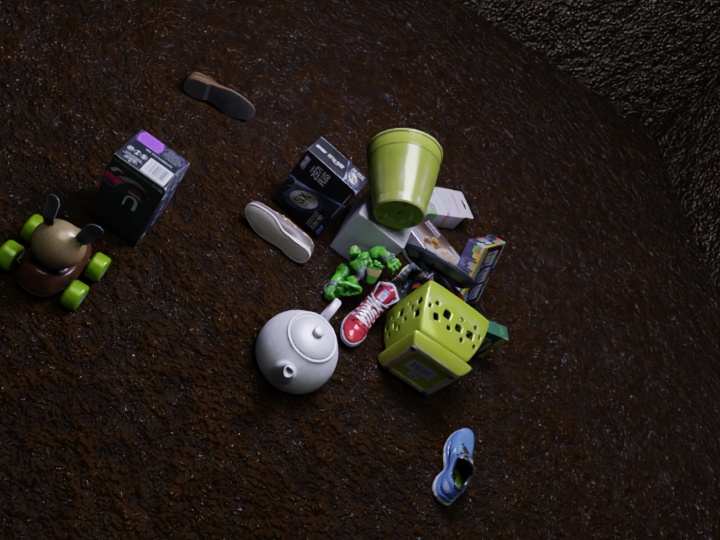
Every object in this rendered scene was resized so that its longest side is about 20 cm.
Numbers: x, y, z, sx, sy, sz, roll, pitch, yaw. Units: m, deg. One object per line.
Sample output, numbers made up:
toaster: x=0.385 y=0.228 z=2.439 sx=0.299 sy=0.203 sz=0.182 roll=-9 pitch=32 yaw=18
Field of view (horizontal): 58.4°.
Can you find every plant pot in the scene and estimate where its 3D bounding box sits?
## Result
plant pot: x=0.104 y=-0.218 z=1.627 sx=0.200 sy=0.200 sz=0.194 roll=22 pitch=58 yaw=-24
plant pot: x=0.169 y=0.178 z=1.579 sx=0.200 sy=0.199 sz=0.182 roll=35 pitch=48 yaw=-12

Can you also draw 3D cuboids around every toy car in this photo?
toy car: x=-0.541 y=-0.055 z=1.173 sx=0.164 sy=0.200 sz=0.158 roll=34 pitch=43 yaw=-13

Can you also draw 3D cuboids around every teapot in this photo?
teapot: x=-0.119 y=0.158 z=1.390 sx=0.197 sy=0.146 sz=0.201 roll=7 pitch=53 yaw=-36

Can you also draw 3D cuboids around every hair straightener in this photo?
hair straightener: x=0.193 y=0.050 z=1.628 sx=0.200 sy=0.077 sz=0.041 roll=36 pitch=51 yaw=-52

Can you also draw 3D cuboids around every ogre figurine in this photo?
ogre figurine: x=0.000 y=0.000 z=1.610 sx=0.098 sy=0.200 sz=0.120 roll=37 pitch=21 yaw=-21

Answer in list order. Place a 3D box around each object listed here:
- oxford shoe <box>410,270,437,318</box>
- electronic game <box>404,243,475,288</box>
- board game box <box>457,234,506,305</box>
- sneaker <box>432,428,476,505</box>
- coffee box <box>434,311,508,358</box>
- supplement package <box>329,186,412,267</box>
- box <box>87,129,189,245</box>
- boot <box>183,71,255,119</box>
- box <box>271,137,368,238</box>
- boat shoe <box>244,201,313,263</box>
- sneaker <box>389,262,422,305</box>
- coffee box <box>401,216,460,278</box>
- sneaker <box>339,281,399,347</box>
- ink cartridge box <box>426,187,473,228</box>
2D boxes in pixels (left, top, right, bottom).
oxford shoe: x=0.214 y=0.079 z=1.733 sx=0.200 sy=0.071 sz=0.073 roll=46 pitch=52 yaw=-33
electronic game: x=0.199 y=-0.012 z=1.624 sx=0.199 sy=0.200 sz=0.042 roll=31 pitch=86 yaw=-16
board game box: x=0.318 y=0.004 z=1.811 sx=0.057 sy=0.201 sz=0.165 roll=32 pitch=22 yaw=26
sneaker: x=0.237 y=0.447 z=1.493 sx=0.078 sy=0.089 sz=0.200 roll=39 pitch=41 yaw=-9
coffee box: x=0.285 y=0.168 z=1.732 sx=0.199 sy=0.123 sz=0.044 roll=22 pitch=47 yaw=-26
supplement package: x=0.044 y=-0.119 z=1.741 sx=0.150 sy=0.152 sz=0.200 roll=37 pitch=42 yaw=-10
box: x=-0.459 y=-0.167 z=1.329 sx=0.122 sy=0.200 sz=0.106 roll=36 pitch=42 yaw=-11
boot: x=-0.376 y=-0.482 z=1.755 sx=0.199 sy=0.074 sz=0.076 roll=24 pitch=35 yaw=-19
box: x=-0.105 y=-0.209 z=1.653 sx=0.164 sy=0.200 sz=0.086 roll=42 pitch=40 yaw=-5
boat shoe: x=-0.198 y=-0.102 z=1.593 sx=0.200 sy=0.072 sz=0.060 roll=40 pitch=35 yaw=-12
sneaker: x=0.130 y=0.027 z=1.748 sx=0.074 sy=0.081 sz=0.200 roll=41 pitch=41 yaw=-4
coffee box: x=0.206 y=-0.043 z=1.868 sx=0.200 sy=0.080 sz=0.114 roll=53 pitch=42 yaw=8
sneaker: x=0.025 y=0.099 z=1.580 sx=0.071 sy=0.112 sz=0.200 roll=42 pitch=41 yaw=-3
ink cartridge box: x=0.251 y=-0.199 z=2.039 sx=0.199 sy=0.067 sz=0.118 roll=4 pitch=55 yaw=-36
